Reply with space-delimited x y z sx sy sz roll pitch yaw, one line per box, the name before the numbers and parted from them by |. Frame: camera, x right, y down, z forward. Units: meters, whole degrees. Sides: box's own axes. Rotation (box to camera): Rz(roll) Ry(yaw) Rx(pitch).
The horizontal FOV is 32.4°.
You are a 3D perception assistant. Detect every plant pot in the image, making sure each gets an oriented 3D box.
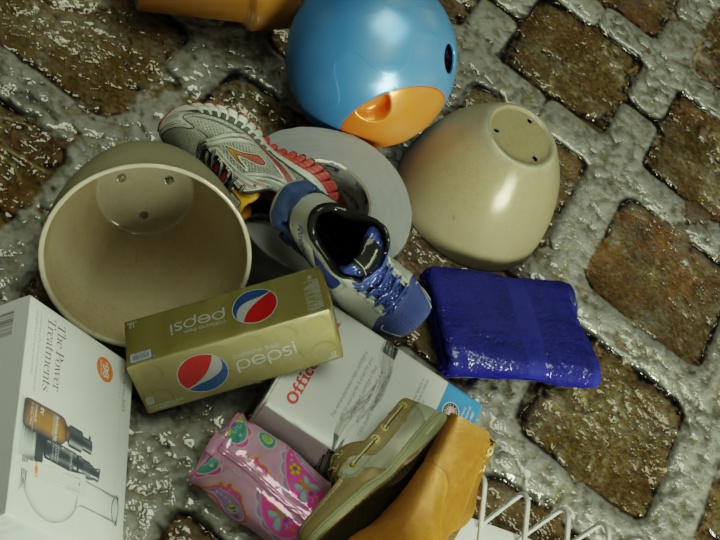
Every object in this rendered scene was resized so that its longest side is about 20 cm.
plant pot | -0.179 -0.376 1.441 0.180 0.201 0.203 -9 62 -14
plant pot | 0.159 -0.121 1.471 0.198 0.135 0.203 13 53 -18

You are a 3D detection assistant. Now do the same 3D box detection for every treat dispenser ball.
treat dispenser ball | 0.012 -0.242 1.420 0.198 0.201 0.203 13 54 -19

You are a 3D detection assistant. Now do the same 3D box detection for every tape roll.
tape roll | -0.046 -0.058 1.347 0.197 0.066 0.203 8 56 -12

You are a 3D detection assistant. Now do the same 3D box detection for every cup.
cup | -0.210 -0.047 1.214 0.198 0.202 0.144 14 28 -18

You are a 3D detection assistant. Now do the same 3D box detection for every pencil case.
pencil case | -0.063 0.222 1.159 0.199 0.088 0.088 39 50 2

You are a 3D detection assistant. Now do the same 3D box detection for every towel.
towel | 0.167 0.069 1.408 0.197 0.050 0.149 8 46 -22

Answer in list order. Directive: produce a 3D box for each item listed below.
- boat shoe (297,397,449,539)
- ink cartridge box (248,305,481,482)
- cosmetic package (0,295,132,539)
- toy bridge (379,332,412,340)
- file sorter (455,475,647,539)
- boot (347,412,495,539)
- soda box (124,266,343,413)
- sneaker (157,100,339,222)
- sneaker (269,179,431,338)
boat shoe | 0.005 0.189 1.131 0.066 0.075 0.199 30 47 27
ink cartridge box | 0.002 0.149 1.241 0.199 0.084 0.145 34 51 -4
cosmetic package | -0.265 0.146 1.077 0.151 0.051 0.202 47 33 -51
toy bridge | 0.031 0.063 1.351 0.066 0.027 0.202 -10 63 -32
file sorter | 0.170 0.303 1.202 0.198 0.125 0.140 22 52 -13
boot | 0.055 0.193 1.086 0.070 0.146 0.201 22 0 25
soda box | -0.120 0.066 1.177 0.197 0.068 0.064 -16 42 1
sneaker | -0.122 -0.102 1.267 0.198 0.078 0.083 29 56 4
sneaker | 0.000 -0.001 1.214 0.081 0.115 0.199 -48 115 -7
